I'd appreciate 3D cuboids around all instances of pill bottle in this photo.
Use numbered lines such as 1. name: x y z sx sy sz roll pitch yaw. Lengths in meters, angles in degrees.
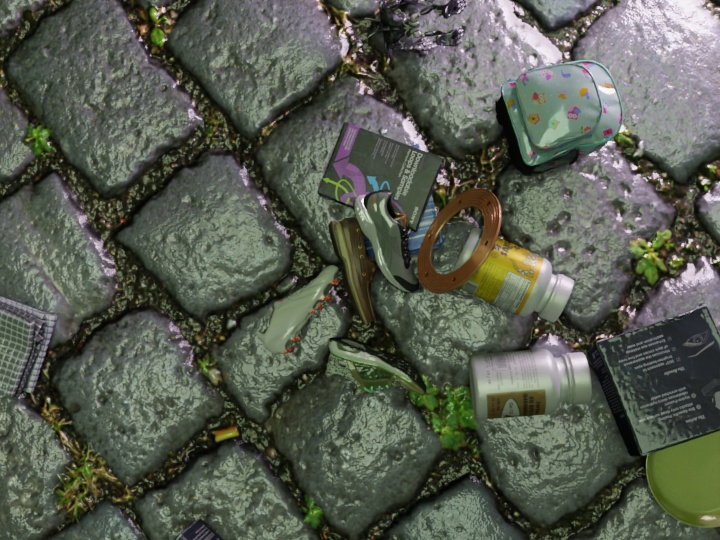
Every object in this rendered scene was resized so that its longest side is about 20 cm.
1. pill bottle: 0.268 0.013 1.328 0.199 0.113 0.113 25 89 6
2. pill bottle: 0.295 0.197 1.314 0.199 0.114 0.115 -6 86 4

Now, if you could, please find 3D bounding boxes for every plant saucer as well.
1. plant saucer: 0.602 0.348 1.323 0.199 0.031 0.201 0 86 4

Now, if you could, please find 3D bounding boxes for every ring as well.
1. ring: 0.171 -0.050 1.291 0.019 0.200 0.201 30 89 -27

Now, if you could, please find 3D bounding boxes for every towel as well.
1. towel: 0.065 -0.125 1.401 0.144 0.024 0.201 -13 84 6
2. towel: -0.698 0.135 1.412 0.199 0.086 0.167 19 89 5

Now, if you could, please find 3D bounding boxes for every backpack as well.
1. backpack: 0.358 -0.280 1.322 0.199 0.153 0.177 -16 80 -3

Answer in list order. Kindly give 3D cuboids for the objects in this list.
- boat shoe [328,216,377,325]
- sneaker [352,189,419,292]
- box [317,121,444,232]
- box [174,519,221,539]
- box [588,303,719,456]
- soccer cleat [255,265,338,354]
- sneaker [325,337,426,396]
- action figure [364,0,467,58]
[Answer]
1. boat shoe: 0.000 0.000 1.363 0.067 0.072 0.201 -17 99 -8
2. sneaker: 0.060 -0.050 1.333 0.079 0.074 0.201 -21 105 21
3. box: 0.037 -0.172 1.380 0.199 0.036 0.144 21 89 8
4. box: -0.295 0.595 1.329 0.200 0.117 0.197 42 90 7
5. box: 0.523 0.191 1.279 0.196 0.117 0.201 -19 73 4
6. soccer cleat: -0.115 0.064 1.381 0.077 0.069 0.200 37 92 10
7. sneaker: 0.023 0.193 1.367 0.199 0.077 0.089 23 102 11
8. action figure: 0.104 -0.452 1.376 0.199 0.102 0.120 17 121 42
